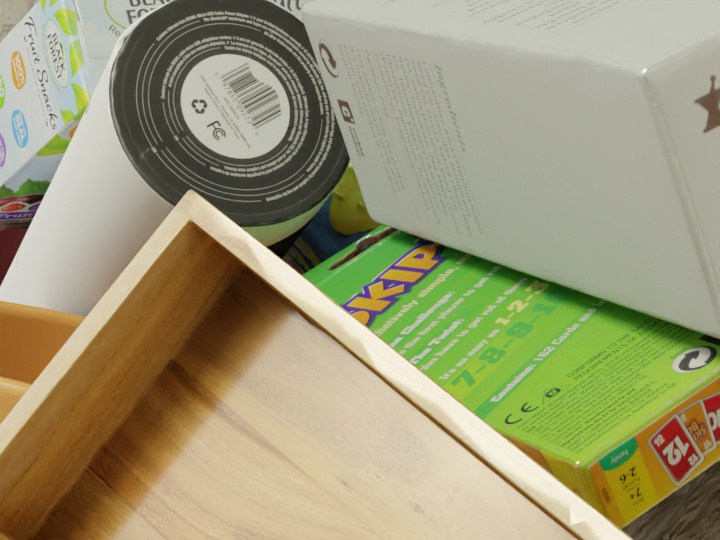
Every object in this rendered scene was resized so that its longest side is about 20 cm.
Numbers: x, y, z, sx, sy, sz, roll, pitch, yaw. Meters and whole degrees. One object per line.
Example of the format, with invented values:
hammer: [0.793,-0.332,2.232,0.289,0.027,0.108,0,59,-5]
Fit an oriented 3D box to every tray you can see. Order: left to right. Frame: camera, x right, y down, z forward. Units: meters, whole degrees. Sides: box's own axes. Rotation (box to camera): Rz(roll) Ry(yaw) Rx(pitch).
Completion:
tray: [-0.001,0.074,0.553,0.099,0.037,0.200,-51,52,-1]

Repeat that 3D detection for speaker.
speaker: [-0.069,-0.013,0.850,0.081,0.081,0.200,-57,3,-29]

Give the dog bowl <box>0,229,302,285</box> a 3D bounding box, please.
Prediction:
dog bowl: [-0.101,-0.002,1.094,0.200,0.199,0.074,-43,34,32]

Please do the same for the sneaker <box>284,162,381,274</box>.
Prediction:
sneaker: [0.000,0.000,0.858,0.200,0.075,0.106,-12,61,62]

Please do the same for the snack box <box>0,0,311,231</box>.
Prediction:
snack box: [-0.045,-0.067,0.957,0.199,0.053,0.142,-8,-15,-31]

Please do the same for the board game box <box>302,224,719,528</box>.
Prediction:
board game box: [0.046,0.013,0.681,0.095,0.030,0.200,-32,24,-18]

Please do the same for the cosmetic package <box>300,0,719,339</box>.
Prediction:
cosmetic package: [0.074,-0.049,0.665,0.101,0.072,0.200,-25,18,-18]

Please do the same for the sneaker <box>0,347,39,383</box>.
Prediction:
sneaker: [-0.186,0.072,0.880,0.200,0.115,0.079,125,152,-45]

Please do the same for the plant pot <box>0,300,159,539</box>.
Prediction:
plant pot: [-0.081,0.093,0.728,0.200,0.199,0.141,-152,73,-78]
